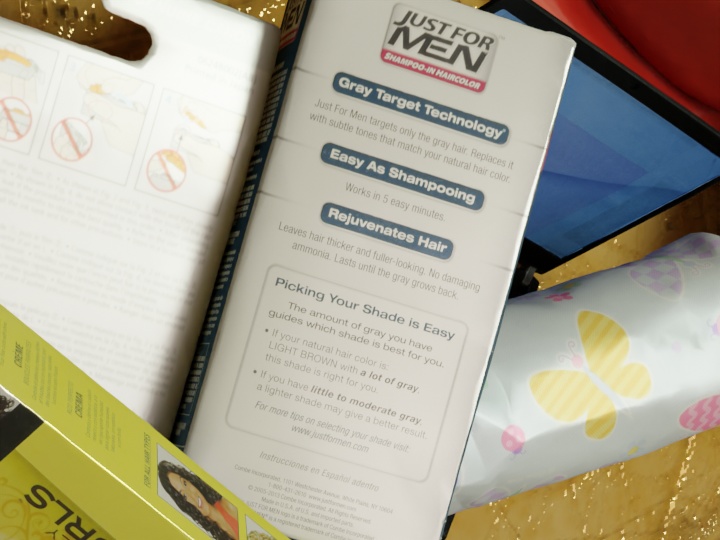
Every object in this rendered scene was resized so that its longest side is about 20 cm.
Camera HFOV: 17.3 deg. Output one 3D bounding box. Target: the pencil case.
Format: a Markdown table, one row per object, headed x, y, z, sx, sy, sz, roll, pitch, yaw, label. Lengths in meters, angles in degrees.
| x | y | z | sx | sy | sz | roll | pitch | yaw | label |
| --- | --- | --- | --- | --- | --- | --- | --- | --- | --- |
| 0.074 | 0.046 | 0.965 | 0.199 | 0.091 | 0.084 | -16 | 92 | -24 | pencil case |

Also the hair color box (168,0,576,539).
| x | y | z | sx | sy | sz | roll | pitch | yaw | label |
| --- | --- | --- | --- | --- | --- | --- | --- | --- | --- |
| 0.000 | 0.000 | 0.858 | 0.100 | 0.061 | 0.201 | 17 | 85 | -11 | hair color box |

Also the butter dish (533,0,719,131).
| x | y | z | sx | sy | sz | roll | pitch | yaw | label |
| --- | --- | --- | --- | --- | --- | --- | --- | --- | --- |
| 0.194 | -0.159 | 1.052 | 0.200 | 0.147 | 0.200 | 38 | 73 | -41 | butter dish |

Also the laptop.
| x | y | z | sx | sy | sz | roll | pitch | yaw | label |
| --- | --- | --- | --- | --- | --- | --- | --- | --- | --- |
| 0.045 | 0.007 | 0.979 | 0.177 | 0.103 | 0.201 | 28 | 80 | -43 | laptop |

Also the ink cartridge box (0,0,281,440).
| x | y | z | sx | sy | sz | roll | pitch | yaw | label |
| --- | --- | --- | --- | --- | --- | --- | --- | --- | --- |
| -0.129 | -0.013 | 0.823 | 0.160 | 0.047 | 0.201 | 18 | 85 | -27 | ink cartridge box |

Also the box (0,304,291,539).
| x | y | z | sx | sy | sz | roll | pitch | yaw | label |
| --- | --- | --- | --- | --- | --- | --- | --- | --- | --- |
| -0.093 | 0.084 | 0.781 | 0.075 | 0.050 | 0.200 | -39 | 117 | 17 | box |
